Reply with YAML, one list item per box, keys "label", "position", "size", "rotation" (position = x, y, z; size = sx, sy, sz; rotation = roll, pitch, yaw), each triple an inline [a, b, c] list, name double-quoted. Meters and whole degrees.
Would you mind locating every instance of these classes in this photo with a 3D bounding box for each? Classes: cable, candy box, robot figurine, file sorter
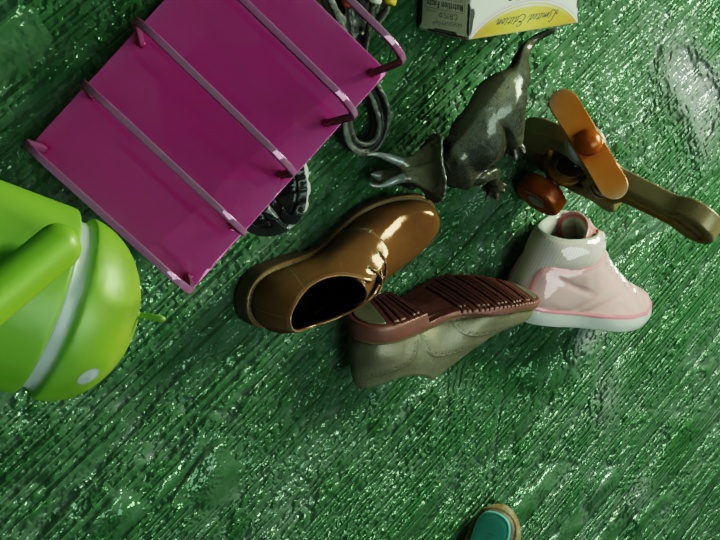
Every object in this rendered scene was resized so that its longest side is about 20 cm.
- label: "cable"
  position: [0.001, -0.178, 0.864]
  size: [0.097, 0.050, 0.201]
  rotation: [-14, 116, -41]
- label: "candy box"
  position: [0.117, -0.293, 0.917]
  size: [0.136, 0.061, 0.201]
  rotation: [-18, 119, -37]
- label: "robot figurine"
  position: [-0.218, 0.006, 0.674]
  size: [0.199, 0.175, 0.116]
  rotation: [21, 66, -25]
- label: "file sorter"
  position: [-0.088, -0.101, 0.707]
  size: [0.139, 0.125, 0.200]
  rotation: [43, 86, -11]

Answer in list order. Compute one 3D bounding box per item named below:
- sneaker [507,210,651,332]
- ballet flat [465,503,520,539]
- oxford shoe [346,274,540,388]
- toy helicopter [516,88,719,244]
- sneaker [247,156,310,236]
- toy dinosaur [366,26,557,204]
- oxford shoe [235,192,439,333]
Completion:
- label: "sneaker"
  position: [0.228, -0.001, 1.129]
  size: [0.199, 0.075, 0.105]
  rotation: [4, 110, -39]
- label: "ballet flat"
  position: [0.118, 0.334, 1.189]
  size: [0.072, 0.068, 0.201]
  rotation: [19, 90, -64]
- label: "oxford shoe"
  position: [0.071, 0.053, 1.020]
  size: [0.199, 0.070, 0.075]
  rotation: [-9, 117, -29]
- label: "toy helicopter"
  position: [0.222, -0.083, 1.002]
  size: [0.079, 0.200, 0.132]
  rotation: [-53, 151, -11]
- label: "sneaker"
  position: [-0.076, -0.127, 0.812]
  size: [0.073, 0.079, 0.201]
  rotation: [-3, 98, -4]
- label: "toy dinosaur"
  position: [0.103, -0.115, 0.940]
  size: [0.200, 0.077, 0.102]
  rotation: [-43, 165, 6]
- label: "oxford shoe"
  position: [0.000, 0.000, 0.927]
  size: [0.200, 0.071, 0.072]
  rotation: [-32, 125, -31]
